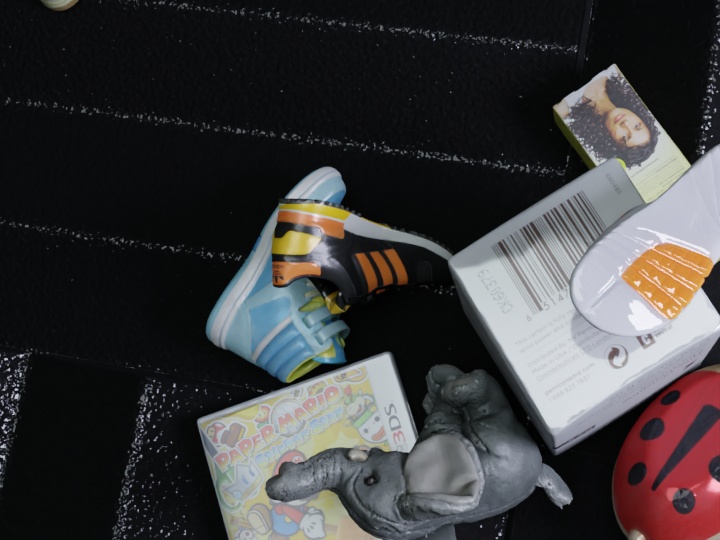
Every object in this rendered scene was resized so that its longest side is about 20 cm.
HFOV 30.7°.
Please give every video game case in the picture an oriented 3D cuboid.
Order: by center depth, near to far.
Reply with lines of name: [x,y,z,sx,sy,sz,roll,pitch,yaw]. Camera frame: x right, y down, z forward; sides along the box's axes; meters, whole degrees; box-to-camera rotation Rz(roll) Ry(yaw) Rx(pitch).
video game case: [-0.036,0.194,1.218,0.198,0.023,0.184,-20,76,6]

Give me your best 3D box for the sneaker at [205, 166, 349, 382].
sneaker: [-0.042,0.014,1.229,0.130,0.079,0.201,34,96,17]

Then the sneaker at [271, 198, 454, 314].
sneaker: [0.000,0.000,1.183,0.070,0.199,0.091,5,79,53]

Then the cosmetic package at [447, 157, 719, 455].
cosmetic package: [0.188,0.039,1.116,0.164,0.200,0.166,-31,74,2]

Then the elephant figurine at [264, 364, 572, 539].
elephant figurine: [0.050,0.185,1.112,0.154,0.143,0.200,4,34,47]

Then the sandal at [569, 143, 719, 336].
sandal: [0.231,-0.019,0.994,0.206,0.059,0.079,-39,91,-23]

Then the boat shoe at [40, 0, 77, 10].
boat shoe: [-0.360,-0.359,1.368,0.073,0.063,0.200,-44,74,0]

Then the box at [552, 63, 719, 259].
box: [0.262,-0.087,1.206,0.075,0.050,0.201,-35,75,2]

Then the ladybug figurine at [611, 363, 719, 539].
ladybug figurine: [0.289,0.155,1.114,0.135,0.072,0.200,25,64,33]
